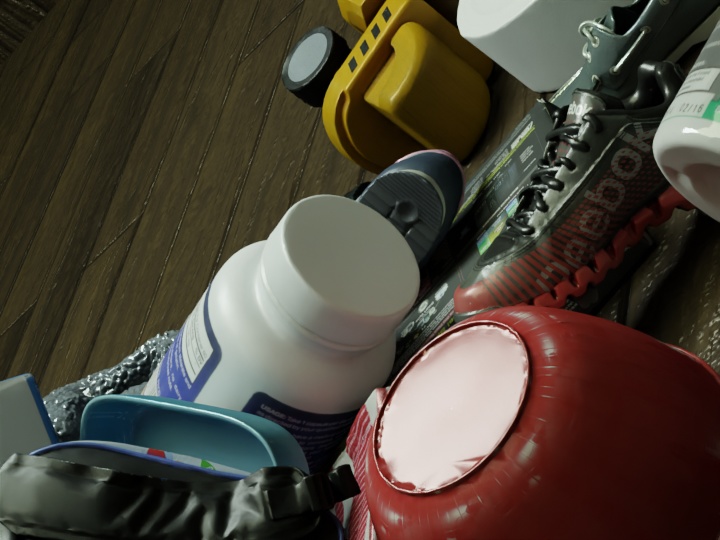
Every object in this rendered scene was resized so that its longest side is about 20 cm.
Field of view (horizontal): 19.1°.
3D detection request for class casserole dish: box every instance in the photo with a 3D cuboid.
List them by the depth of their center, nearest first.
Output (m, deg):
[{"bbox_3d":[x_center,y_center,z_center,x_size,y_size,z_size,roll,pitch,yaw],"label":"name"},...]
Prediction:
[{"bbox_3d":[-0.090,0.131,1.233,0.039,0.122,0.199,-18,17,-42],"label":"casserole dish"}]

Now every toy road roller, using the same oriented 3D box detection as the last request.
[{"bbox_3d":[0.051,-0.164,1.615,0.201,0.123,0.146,-55,33,0],"label":"toy road roller"}]

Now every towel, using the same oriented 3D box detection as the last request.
[{"bbox_3d":[-0.015,0.170,1.203,0.200,0.023,0.145,117,162,-55],"label":"towel"}]

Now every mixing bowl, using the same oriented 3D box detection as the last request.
[{"bbox_3d":[0.075,0.093,1.048,0.199,0.108,0.201,-30,37,27],"label":"mixing bowl"}]

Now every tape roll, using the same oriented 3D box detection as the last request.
[{"bbox_3d":[0.158,-0.229,1.530,0.203,0.071,0.203,-47,20,22],"label":"tape roll"}]

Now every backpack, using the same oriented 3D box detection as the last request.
[{"bbox_3d":[-0.111,0.178,1.091,0.154,0.189,0.201,91,-159,-68],"label":"backpack"}]

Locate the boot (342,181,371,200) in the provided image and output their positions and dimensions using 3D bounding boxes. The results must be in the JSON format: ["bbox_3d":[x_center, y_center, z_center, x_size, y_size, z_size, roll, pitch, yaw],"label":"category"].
[{"bbox_3d":[-0.052,0.030,1.592,0.162,0.073,0.199,-38,18,36],"label":"boot"}]

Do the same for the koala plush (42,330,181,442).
[{"bbox_3d":[-0.119,0.144,1.404,0.183,0.178,0.200,-36,15,14],"label":"koala plush"}]

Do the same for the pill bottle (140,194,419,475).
[{"bbox_3d":[-0.048,0.053,1.278,0.200,0.119,0.120,-54,15,41],"label":"pill bottle"}]

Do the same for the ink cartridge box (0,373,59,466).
[{"bbox_3d":[-0.223,0.160,1.338,0.084,0.146,0.200,-21,-8,-17],"label":"ink cartridge box"}]

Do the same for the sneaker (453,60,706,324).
[{"bbox_3d":[0.121,-0.043,1.180,0.200,0.098,0.071,-37,18,-11],"label":"sneaker"}]

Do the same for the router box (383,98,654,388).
[{"bbox_3d":[0.082,0.007,1.321,0.200,0.062,0.150,-49,19,16],"label":"router box"}]

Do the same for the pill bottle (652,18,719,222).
[{"bbox_3d":[0.239,-0.117,1.075,0.201,0.113,0.113,-60,19,-12],"label":"pill bottle"}]

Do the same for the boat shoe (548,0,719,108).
[{"bbox_3d":[0.172,-0.153,1.376,0.200,0.062,0.073,-43,22,31],"label":"boat shoe"}]

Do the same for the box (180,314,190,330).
[{"bbox_3d":[-0.173,0.153,1.672,0.156,0.041,0.201,-54,12,57],"label":"box"}]

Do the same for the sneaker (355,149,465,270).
[{"bbox_3d":[0.000,0.000,1.361,0.200,0.070,0.082,-43,0,33],"label":"sneaker"}]
